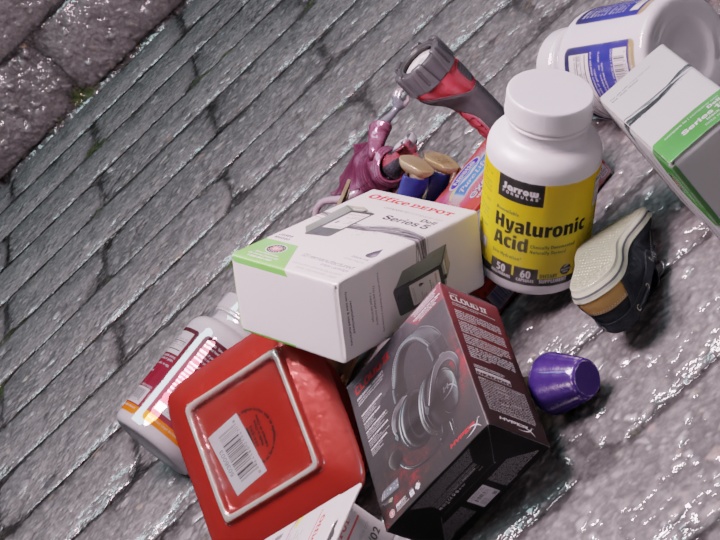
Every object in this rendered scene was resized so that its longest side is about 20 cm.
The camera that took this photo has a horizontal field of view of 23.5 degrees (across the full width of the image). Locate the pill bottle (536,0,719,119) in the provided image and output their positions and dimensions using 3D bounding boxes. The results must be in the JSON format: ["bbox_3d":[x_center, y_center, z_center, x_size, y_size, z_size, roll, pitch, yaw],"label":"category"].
[{"bbox_3d":[0.276,-0.219,1.801,0.120,0.120,0.200,-53,24,-17],"label":"pill bottle"}]

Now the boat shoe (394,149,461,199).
[{"bbox_3d":[0.061,-0.052,1.961,0.200,0.071,0.076,-51,27,45],"label":"boat shoe"}]

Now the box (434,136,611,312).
[{"bbox_3d":[0.151,-0.066,1.789,0.200,0.100,0.095,-51,24,-11],"label":"box"}]

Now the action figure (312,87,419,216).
[{"bbox_3d":[0.017,-0.117,2.024,0.148,0.134,0.200,-30,-2,-17],"label":"action figure"}]

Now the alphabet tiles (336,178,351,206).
[{"bbox_3d":[-0.046,0.001,1.977,0.167,0.006,0.201,-70,-3,-56],"label":"alphabet tiles"}]

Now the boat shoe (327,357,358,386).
[{"bbox_3d":[-0.045,0.126,1.852,0.067,0.072,0.201,8,63,56],"label":"boat shoe"}]

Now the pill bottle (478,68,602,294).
[{"bbox_3d":[0.171,-0.086,1.640,0.111,0.201,0.112,1,37,-1],"label":"pill bottle"}]

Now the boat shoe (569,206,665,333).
[{"bbox_3d":[0.238,-0.001,1.585,0.074,0.062,0.200,-32,11,25],"label":"boat shoe"}]

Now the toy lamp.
[{"bbox_3d":[0.138,0.108,1.578,0.200,0.058,0.058,-12,40,51],"label":"toy lamp"}]

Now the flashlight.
[{"bbox_3d":[0.123,-0.163,1.867,0.068,0.200,0.068,-50,24,-11],"label":"flashlight"}]

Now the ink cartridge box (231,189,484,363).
[{"bbox_3d":[0.000,0.000,1.649,0.145,0.084,0.200,15,31,42],"label":"ink cartridge box"}]

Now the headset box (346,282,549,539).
[{"bbox_3d":[0.072,0.122,1.545,0.149,0.077,0.201,-49,37,27],"label":"headset box"}]

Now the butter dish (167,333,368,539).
[{"bbox_3d":[-0.068,0.170,1.735,0.199,0.148,0.201,-33,67,25],"label":"butter dish"}]

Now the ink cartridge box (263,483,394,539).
[{"bbox_3d":[-0.041,0.277,1.538,0.200,0.068,0.115,-39,20,52],"label":"ink cartridge box"}]

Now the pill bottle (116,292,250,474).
[{"bbox_3d":[-0.183,0.129,2.022,0.200,0.113,0.113,-52,24,-14],"label":"pill bottle"}]

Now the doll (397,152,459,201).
[{"bbox_3d":[0.055,-0.026,1.852,0.048,0.136,0.201,35,120,37],"label":"doll"}]

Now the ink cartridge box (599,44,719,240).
[{"bbox_3d":[0.307,-0.100,1.519,0.083,0.147,0.200,-41,24,7],"label":"ink cartridge box"}]
